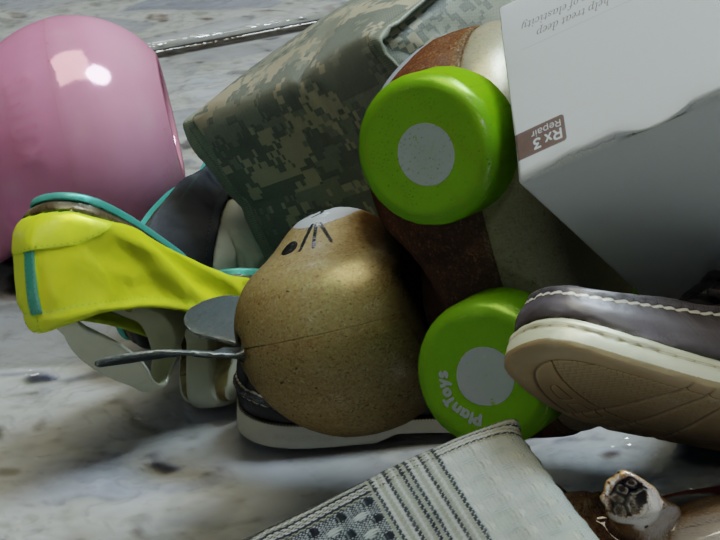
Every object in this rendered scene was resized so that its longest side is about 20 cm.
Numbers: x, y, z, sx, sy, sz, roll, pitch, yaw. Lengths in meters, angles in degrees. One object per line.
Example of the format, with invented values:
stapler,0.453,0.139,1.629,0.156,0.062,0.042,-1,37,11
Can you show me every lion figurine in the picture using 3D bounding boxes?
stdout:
lion figurine,0.135,0.093,0.882,0.198,0.073,0.122,-2,-10,7

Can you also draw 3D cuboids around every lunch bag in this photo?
lunch bag,0.046,-0.090,1.188,0.200,0.118,0.164,-40,13,-36

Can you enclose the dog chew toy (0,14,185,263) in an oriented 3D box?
dog chew toy,-0.192,-0.055,1.297,0.199,0.125,0.125,-13,22,-1

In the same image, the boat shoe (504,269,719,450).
boat shoe,0.138,0.027,0.899,0.199,0.065,0.072,12,-18,-25

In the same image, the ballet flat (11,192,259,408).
ballet flat,-0.077,0.024,1.120,0.067,0.068,0.200,-12,-22,36

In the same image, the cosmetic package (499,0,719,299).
cosmetic package,0.146,-0.037,0.934,0.112,0.200,0.082,-21,52,24

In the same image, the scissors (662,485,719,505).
scissors,0.182,0.071,0.962,0.199,0.014,0.073,-30,30,-12

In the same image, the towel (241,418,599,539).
towel,-0.005,0.135,0.791,0.192,0.035,0.200,-25,33,-4

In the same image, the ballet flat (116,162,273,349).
ballet flat,-0.061,-0.018,1.242,0.073,0.074,0.200,1,20,12

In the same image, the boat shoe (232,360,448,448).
boat shoe,0.043,0.030,1.106,0.199,0.063,0.073,-8,22,-8

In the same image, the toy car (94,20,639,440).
toy car,0.000,0.000,0.999,0.199,0.159,0.164,-14,4,24
